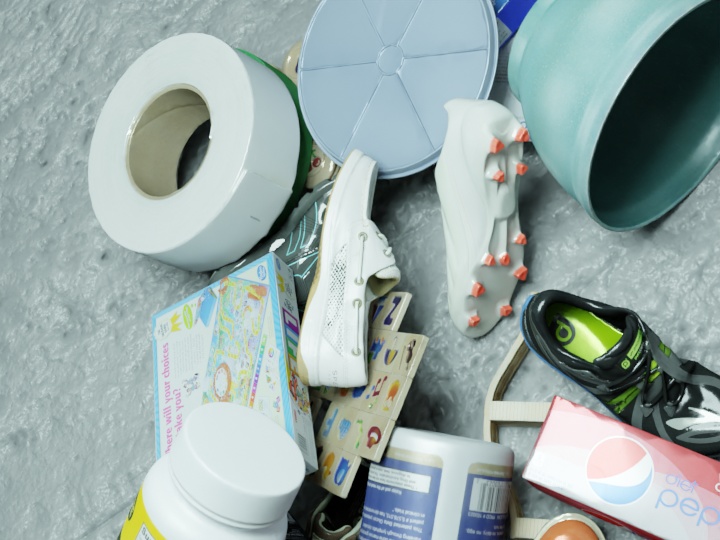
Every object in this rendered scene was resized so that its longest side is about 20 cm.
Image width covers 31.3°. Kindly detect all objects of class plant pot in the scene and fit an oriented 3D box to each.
[{"bbox_3d":[0.199,-0.151,0.999,0.201,0.200,0.134,-50,56,1],"label":"plant pot"}]

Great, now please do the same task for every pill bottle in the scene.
[{"bbox_3d":[-0.121,0.204,0.943,0.114,0.113,0.202,44,119,31],"label":"pill bottle"},{"bbox_3d":[0.050,0.226,0.976,0.110,0.111,0.203,7,84,27],"label":"pill bottle"}]

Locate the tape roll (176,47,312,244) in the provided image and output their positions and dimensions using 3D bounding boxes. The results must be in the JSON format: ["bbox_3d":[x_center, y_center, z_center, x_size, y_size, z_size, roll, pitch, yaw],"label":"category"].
[{"bbox_3d":[-0.137,-0.107,1.212,0.198,0.048,0.204,-11,71,34],"label":"tape roll"}]

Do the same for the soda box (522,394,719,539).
[{"bbox_3d":[0.222,0.163,0.933,0.198,0.063,0.071,21,80,22],"label":"soda box"}]

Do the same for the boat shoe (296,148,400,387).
[{"bbox_3d":[0.000,0.000,1.045,0.068,0.071,0.203,7,73,10],"label":"boat shoe"}]

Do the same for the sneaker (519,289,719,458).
[{"bbox_3d":[0.206,0.077,0.966,0.198,0.083,0.071,32,84,13],"label":"sneaker"}]

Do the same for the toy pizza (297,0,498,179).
[{"bbox_3d":[0.032,-0.177,1.103,0.198,0.032,0.204,-5,81,31],"label":"toy pizza"}]

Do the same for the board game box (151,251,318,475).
[{"bbox_3d":[-0.109,0.097,1.060,0.133,0.034,0.202,-26,48,19],"label":"board game box"}]

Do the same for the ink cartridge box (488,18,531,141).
[{"bbox_3d":[0.110,-0.211,1.152,0.197,0.041,0.203,9,80,29],"label":"ink cartridge box"}]

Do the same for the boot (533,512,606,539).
[{"bbox_3d":[0.139,0.272,0.919,0.074,0.107,0.203,12,76,11],"label":"boot"}]

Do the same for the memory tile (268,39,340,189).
[{"bbox_3d":[-0.028,-0.155,1.185,0.198,0.017,0.156,-23,63,33],"label":"memory tile"}]

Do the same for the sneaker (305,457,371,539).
[{"bbox_3d":[-0.030,0.232,1.039,0.070,0.075,0.202,17,79,29],"label":"sneaker"}]

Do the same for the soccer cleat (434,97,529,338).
[{"bbox_3d":[0.095,-0.043,1.046,0.077,0.069,0.203,33,130,46],"label":"soccer cleat"}]

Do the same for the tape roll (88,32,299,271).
[{"bbox_3d":[-0.150,-0.104,1.146,0.200,0.070,0.206,-12,69,33],"label":"tape roll"}]

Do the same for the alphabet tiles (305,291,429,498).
[{"bbox_3d":[-0.004,0.095,1.042,0.169,0.007,0.200,-67,19,-8],"label":"alphabet tiles"}]

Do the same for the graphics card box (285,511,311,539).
[{"bbox_3d":[-0.074,0.265,1.004,0.200,0.050,0.127,38,115,51],"label":"graphics card box"}]

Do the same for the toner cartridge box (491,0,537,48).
[{"bbox_3d":[0.071,-0.281,1.142,0.095,0.043,0.200,-47,61,8],"label":"toner cartridge box"}]

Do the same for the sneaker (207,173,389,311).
[{"bbox_3d":[-0.043,-0.013,1.149,0.199,0.075,0.080,-40,74,14],"label":"sneaker"}]

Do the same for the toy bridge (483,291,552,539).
[{"bbox_3d":[0.134,0.115,1.030,0.066,0.027,0.203,-2,72,26],"label":"toy bridge"}]
